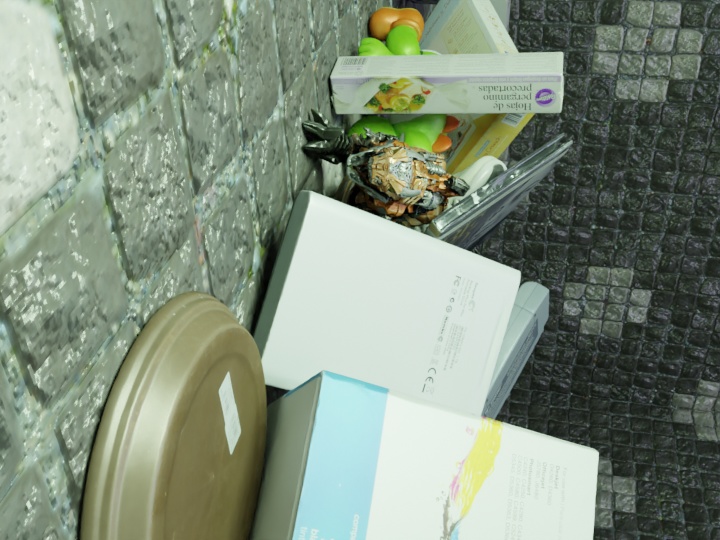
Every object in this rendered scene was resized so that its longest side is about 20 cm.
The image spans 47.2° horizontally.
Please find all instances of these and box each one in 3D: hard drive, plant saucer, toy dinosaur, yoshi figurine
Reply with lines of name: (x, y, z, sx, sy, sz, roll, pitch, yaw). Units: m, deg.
hard drive: (0.024, 0.036, 0.605, 0.026, 0.199, 0.133, 14, -94, 59)
plant saucer: (-0.091, 0.113, 0.457, 0.200, 0.029, 0.202, 5, 90, -78)
toy dinosaur: (0.024, -0.062, 0.656, 0.200, 0.135, 0.103, 53, 46, -62)
yoshi figurine: (0.026, -0.164, 0.814, 0.112, 0.112, 0.201, -43, -143, 39)

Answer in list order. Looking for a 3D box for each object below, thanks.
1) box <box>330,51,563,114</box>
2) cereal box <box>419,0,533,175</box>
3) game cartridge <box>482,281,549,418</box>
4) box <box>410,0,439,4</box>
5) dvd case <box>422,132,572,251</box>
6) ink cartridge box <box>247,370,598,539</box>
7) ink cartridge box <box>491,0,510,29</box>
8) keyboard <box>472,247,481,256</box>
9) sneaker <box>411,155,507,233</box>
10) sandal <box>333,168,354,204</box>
box: (0.073, -0.161, 0.712, 0.042, 0.198, 0.039, -76, 162, -46)
cereal box: (0.103, -0.192, 0.861, 0.144, 0.039, 0.201, -52, -141, 38)
game cartridge: (0.169, 0.115, 1.000, 0.201, 0.041, 0.133, -58, 162, -15)
box: (0.100, -0.424, 0.961, 0.184, 0.104, 0.202, -39, 134, -73)
dvd case: (0.093, -0.035, 0.732, 0.148, 0.016, 0.200, -34, 169, -22)
ink cartridge box: (0.030, 0.173, 0.544, 0.147, 0.199, 0.147, 139, -35, -62)
ink cartridge box: (0.319, -0.588, 2.018, 0.145, 0.083, 0.201, -70, 162, -54)
keyboard: (0.099, -0.041, 0.955, 0.201, 0.020, 0.127, 56, 27, -20)
sneaker: (0.060, -0.061, 0.808, 0.075, 0.200, 0.081, -17, 75, -44)
sandal: (0.000, 0.000, 0.786, 0.082, 0.054, 0.202, -57, 151, -66)
